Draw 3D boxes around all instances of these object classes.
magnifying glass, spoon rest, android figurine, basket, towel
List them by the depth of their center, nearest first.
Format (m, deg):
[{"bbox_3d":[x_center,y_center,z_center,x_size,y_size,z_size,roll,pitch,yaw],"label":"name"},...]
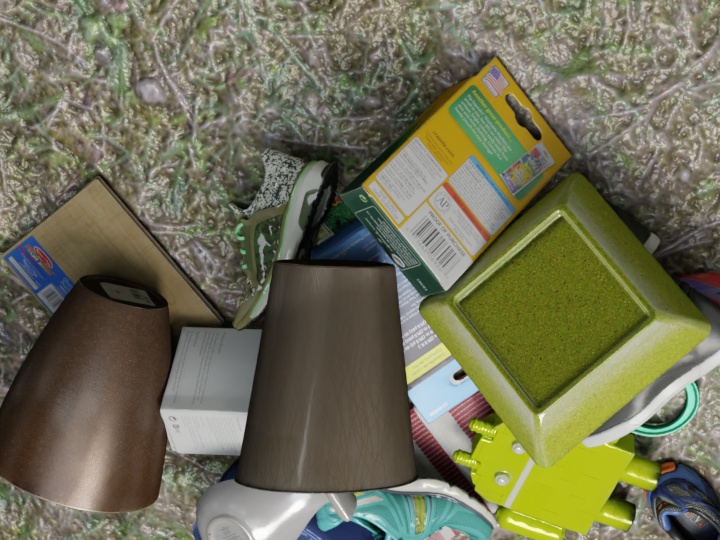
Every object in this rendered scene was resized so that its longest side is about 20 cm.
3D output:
[{"bbox_3d":[-0.028,0.092,1.479,0.180,0.136,0.201,-1,94,-32],"label":"basket"},{"bbox_3d":[-0.080,0.237,1.570,0.200,0.061,0.100,-23,102,36],"label":"spoon rest"},{"bbox_3d":[0.240,0.136,1.622,0.199,0.022,0.080,-9,109,10],"label":"magnifying glass"},{"bbox_3d":[0.194,0.198,1.625,0.199,0.041,0.182,20,125,-7],"label":"android figurine"},{"bbox_3d":[0.099,0.195,1.687,0.200,0.023,0.144,-34,101,21],"label":"towel"}]

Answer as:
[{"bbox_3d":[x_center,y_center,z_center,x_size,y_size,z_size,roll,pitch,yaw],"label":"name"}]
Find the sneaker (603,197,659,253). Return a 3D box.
[{"bbox_3d":[0.181,0.007,1.523,0.099,0.071,0.200,45,78,-1],"label":"sneaker"}]

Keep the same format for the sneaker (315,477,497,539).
[{"bbox_3d":[0.042,0.248,1.631,0.199,0.080,0.077,16,160,-20],"label":"sneaker"}]

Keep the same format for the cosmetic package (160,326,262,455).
[{"bbox_3d":[-0.090,0.124,1.634,0.199,0.113,0.081,4,140,11],"label":"cosmetic package"}]

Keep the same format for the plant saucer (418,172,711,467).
[{"bbox_3d":[0.174,0.039,1.446,0.200,0.048,0.200,-41,67,7],"label":"plant saucer"}]

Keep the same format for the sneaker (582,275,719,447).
[{"bbox_3d":[0.256,0.079,1.505,0.099,0.071,0.200,44,120,-4],"label":"sneaker"}]

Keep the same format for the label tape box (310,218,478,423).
[{"bbox_3d":[0.065,0.025,1.572,0.143,0.066,0.200,-35,102,4],"label":"label tape box"}]

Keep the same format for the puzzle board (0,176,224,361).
[{"bbox_3d":[-0.258,0.018,1.686,0.151,0.017,0.200,-35,102,24],"label":"puzzle board"}]

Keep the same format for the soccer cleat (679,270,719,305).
[{"bbox_3d":[0.265,0.051,1.559,0.199,0.077,0.067,-15,109,17],"label":"soccer cleat"}]

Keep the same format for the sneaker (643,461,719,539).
[{"bbox_3d":[0.367,0.282,1.637,0.200,0.078,0.075,35,116,-4],"label":"sneaker"}]

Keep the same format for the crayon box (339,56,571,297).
[{"bbox_3d":[0.091,-0.088,1.503,0.126,0.200,0.052,51,154,-11],"label":"crayon box"}]

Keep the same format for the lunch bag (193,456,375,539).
[{"bbox_3d":[-0.055,0.263,1.684,0.200,0.132,0.136,40,132,-2],"label":"lunch bag"}]

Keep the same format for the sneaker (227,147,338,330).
[{"bbox_3d":[-0.093,-0.035,1.585,0.088,0.077,0.200,30,111,13],"label":"sneaker"}]

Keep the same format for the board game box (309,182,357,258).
[{"bbox_3d":[0.000,0.000,1.622,0.200,0.023,0.105,42,112,-8],"label":"board game box"}]

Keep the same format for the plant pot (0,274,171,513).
[{"bbox_3d":[-0.266,0.113,1.638,0.186,0.187,0.201,19,102,3],"label":"plant pot"}]
